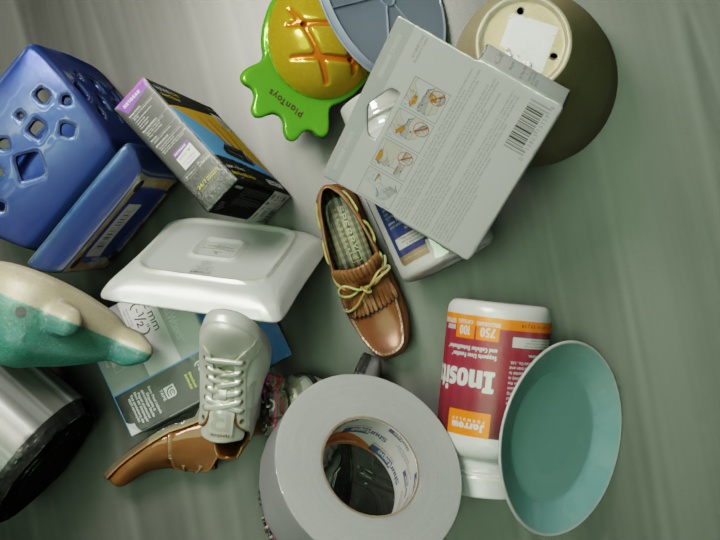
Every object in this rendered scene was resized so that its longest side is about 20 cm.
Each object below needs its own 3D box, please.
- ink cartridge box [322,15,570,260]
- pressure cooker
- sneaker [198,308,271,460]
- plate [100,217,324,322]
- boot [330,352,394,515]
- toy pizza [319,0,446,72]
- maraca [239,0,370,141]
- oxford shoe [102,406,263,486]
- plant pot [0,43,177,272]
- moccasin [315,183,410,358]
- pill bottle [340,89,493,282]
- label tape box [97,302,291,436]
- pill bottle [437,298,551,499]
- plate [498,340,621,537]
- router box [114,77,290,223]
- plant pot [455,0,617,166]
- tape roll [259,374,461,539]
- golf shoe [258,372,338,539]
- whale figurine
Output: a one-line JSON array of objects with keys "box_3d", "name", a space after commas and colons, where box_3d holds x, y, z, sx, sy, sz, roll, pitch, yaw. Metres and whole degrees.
[{"box_3d": [0.078, -0.129, 1.105, 0.172, 0.044, 0.201, 30, 128, 1], "name": "ink cartridge box"}, {"box_3d": [-0.426, 0.162, 1.300, 0.200, 0.179, 0.176, 40, 96, 6], "name": "pressure cooker"}, {"box_3d": [-0.131, 0.125, 1.182, 0.072, 0.201, 0.085, 6, 49, 6], "name": "sneaker"}, {"box_3d": [-0.153, -0.011, 1.241, 0.197, 0.200, 0.033, 8, 116, 11], "name": "plate"}, {"box_3d": [0.040, 0.197, 1.270, 0.130, 0.070, 0.203, 9, 96, 4], "name": "boot"}, {"box_3d": [0.017, -0.289, 1.228, 0.032, 0.199, 0.202, -20, 84, 42], "name": "toy pizza"}, {"box_3d": [-0.051, -0.239, 1.257, 0.136, 0.107, 0.201, 32, 74, -16], "name": "maraca"}, {"box_3d": [-0.202, 0.205, 1.309, 0.199, 0.071, 0.072, -28, 88, 8], "name": "oxford shoe"}, {"box_3d": [-0.328, -0.109, 1.280, 0.180, 0.200, 0.200, 42, 96, 3], "name": "plant pot"}, {"box_3d": [0.002, 0.000, 1.267, 0.073, 0.078, 0.204, -16, 86, 10], "name": "moccasin"}, {"box_3d": [0.056, -0.099, 1.242, 0.110, 0.111, 0.202, -25, 84, 10], "name": "pill bottle"}, {"box_3d": [-0.200, 0.079, 1.313, 0.199, 0.066, 0.144, -28, 84, 11], "name": "label tape box"}, {"box_3d": [0.139, 0.135, 1.218, 0.112, 0.113, 0.203, 5, 89, 11], "name": "pill bottle"}, {"box_3d": [0.202, 0.172, 1.187, 0.025, 0.199, 0.203, 6, 90, 49], "name": "plate"}, {"box_3d": [-0.164, -0.124, 1.241, 0.051, 0.200, 0.149, -44, 81, 8], "name": "router box"}, {"box_3d": [0.173, -0.213, 1.176, 0.185, 0.200, 0.190, 0, 88, 11], "name": "plant pot"}, {"box_3d": [-0.001, 0.209, 1.153, 0.198, 0.066, 0.202, 12, 54, -17], "name": "tape roll"}, {"box_3d": [-0.067, 0.215, 1.278, 0.091, 0.073, 0.203, 1, 99, -16], "name": "golf shoe"}, {"box_3d": [-0.324, 0.067, 1.223, 0.199, 0.159, 0.105, 27, 80, -21], "name": "whale figurine"}]
